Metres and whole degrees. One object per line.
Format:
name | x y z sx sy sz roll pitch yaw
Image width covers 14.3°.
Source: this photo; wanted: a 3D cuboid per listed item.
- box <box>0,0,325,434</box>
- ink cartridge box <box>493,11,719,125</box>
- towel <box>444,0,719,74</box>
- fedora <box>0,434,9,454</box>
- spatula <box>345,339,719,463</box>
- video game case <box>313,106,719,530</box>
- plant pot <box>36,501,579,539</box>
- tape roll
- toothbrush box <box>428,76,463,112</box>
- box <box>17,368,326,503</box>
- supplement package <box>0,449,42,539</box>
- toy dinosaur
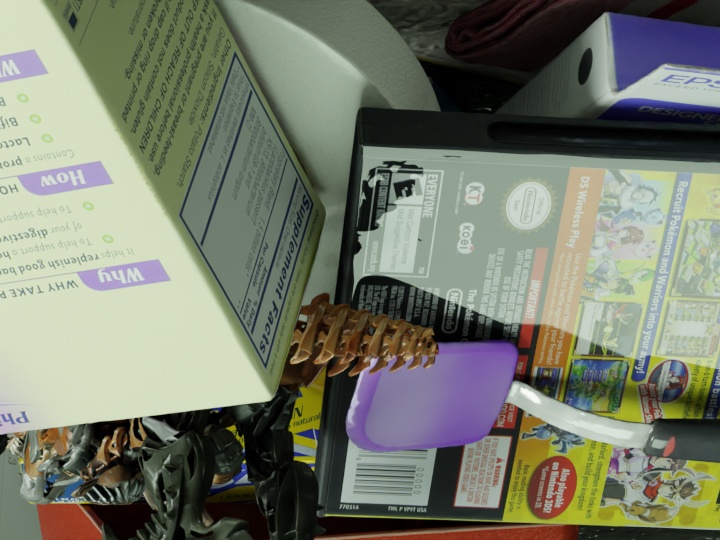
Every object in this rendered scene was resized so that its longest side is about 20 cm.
box | -0.134 -0.045 0.987 0.175 0.097 0.200 -9 131 24
ink cartridge box | 0.164 -0.054 1.085 0.197 0.044 0.200 5 165 -18
towel | 0.152 -0.086 1.092 0.200 0.023 0.144 13 158 -32
fedora | -0.203 0.014 1.229 0.091 0.201 0.201 29 170 21
spatula | 0.092 0.057 1.074 0.199 0.021 0.057 9 130 -12
video game case | 0.079 0.023 1.073 0.180 0.026 0.200 3 134 -5
plant pot | -0.031 0.177 1.262 0.199 0.177 0.200 -2 -170 -17
tape roll | -0.066 -0.043 1.070 0.202 0.037 0.203 7 136 6
toothbrush box | 0.000 0.000 1.239 0.146 0.086 0.200 -8 158 21
box | -0.040 0.058 1.179 0.199 0.065 0.070 -1 160 -3
supplement package | -0.193 0.147 1.611 0.117 0.117 0.200 -15 156 36
toy dinosaur | -0.059 0.057 1.049 0.102 0.136 0.200 7 156 -26
